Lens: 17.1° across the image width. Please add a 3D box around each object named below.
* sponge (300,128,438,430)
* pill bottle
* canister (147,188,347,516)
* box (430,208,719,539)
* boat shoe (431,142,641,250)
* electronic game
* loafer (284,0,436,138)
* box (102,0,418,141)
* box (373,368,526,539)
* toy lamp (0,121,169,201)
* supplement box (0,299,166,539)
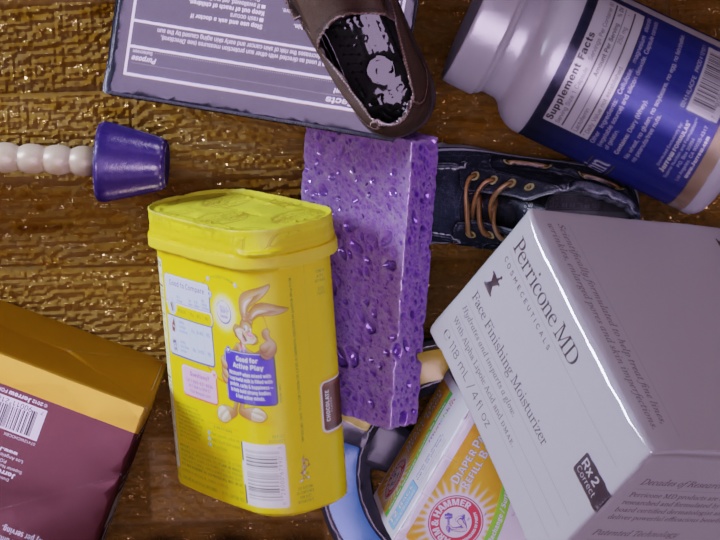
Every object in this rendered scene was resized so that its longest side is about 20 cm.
[{"bbox_3d":[0.000,0.000,1.644,0.030,0.111,0.201,-6,105,-42],"label":"sponge"},{"bbox_3d":[0.162,-0.129,1.610,0.200,0.116,0.116,26,101,-3],"label":"pill bottle"},{"bbox_3d":[-0.076,0.055,1.639,0.086,0.148,0.201,-14,107,-36],"label":"canister"},{"bbox_3d":[0.184,0.079,1.558,0.200,0.199,0.131,5,137,-37],"label":"box"},{"bbox_3d":[0.094,-0.047,1.640,0.200,0.091,0.071,1,101,1],"label":"boat shoe"},{"bbox_3d":[0.068,0.144,1.704,0.199,0.042,0.201,0,101,1],"label":"electronic game"},{"bbox_3d":[-0.009,-0.173,1.504,0.073,0.071,0.200,-31,100,5],"label":"loafer"},{"bbox_3d":[-0.057,-0.205,1.595,0.199,0.123,0.199,10,100,-2],"label":"box"},{"bbox_3d":[0.123,0.169,1.641,0.200,0.101,0.113,30,97,-12],"label":"box"},{"bbox_3d":[-0.233,-0.079,1.660,0.199,0.058,0.058,5,101,2],"label":"toy lamp"},{"bbox_3d":[-0.263,0.135,1.662,0.197,0.133,0.201,21,101,-3],"label":"supplement box"}]
